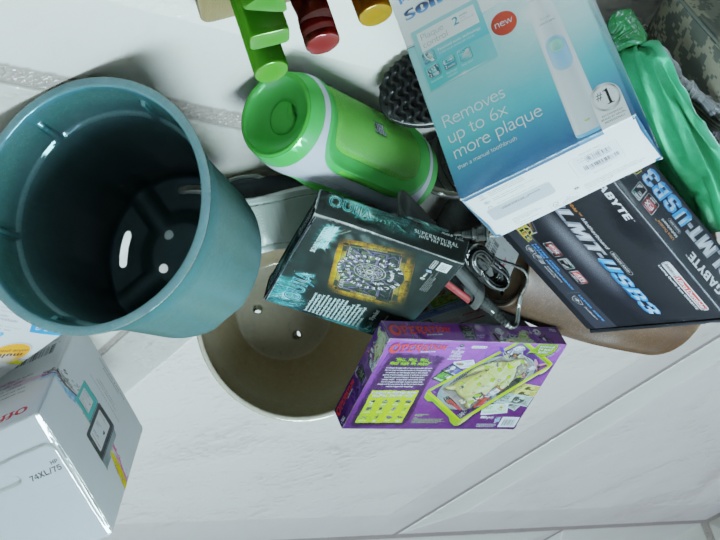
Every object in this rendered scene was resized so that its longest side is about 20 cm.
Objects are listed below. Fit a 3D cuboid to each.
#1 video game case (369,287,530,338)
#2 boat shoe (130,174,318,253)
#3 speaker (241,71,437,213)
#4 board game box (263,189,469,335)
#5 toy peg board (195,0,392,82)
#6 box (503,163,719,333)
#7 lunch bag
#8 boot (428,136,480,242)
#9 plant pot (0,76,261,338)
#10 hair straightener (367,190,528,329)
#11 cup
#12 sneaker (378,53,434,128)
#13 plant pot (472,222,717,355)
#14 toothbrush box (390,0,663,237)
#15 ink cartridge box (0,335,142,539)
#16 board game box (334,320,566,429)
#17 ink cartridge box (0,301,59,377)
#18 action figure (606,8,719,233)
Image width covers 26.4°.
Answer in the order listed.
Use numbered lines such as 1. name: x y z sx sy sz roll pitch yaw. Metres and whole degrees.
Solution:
1. video game case: 0.072 0.046 1.559 0.142 0.200 0.018 -17 117 -12
2. boat shoe: -0.109 -0.048 1.400 0.198 0.076 0.060 -2 -161 1
3. speaker: -0.014 -0.107 1.321 0.088 0.089 0.199 -31 154 25
4. board game box: 0.000 0.000 1.347 0.134 0.028 0.200 19 154 -9
5. toy peg board: -0.016 -0.226 1.055 0.197 0.098 0.200 -16 156 -7
6. box: 0.204 -0.034 1.312 0.050 0.200 0.198 -49 -162 -21
7. lunch bag: 0.325 -0.160 1.344 0.199 0.140 0.168 -15 144 -34
8. boot: 0.097 -0.064 1.530 0.180 0.073 0.200 -6 159 -28
9. plant pot: -0.181 -0.032 1.254 0.199 0.202 0.196 -23 164 10
10. hair straightener: 0.091 -0.008 1.366 0.077 0.041 0.200 -24 131 31
11. cup: -0.068 0.040 1.506 0.199 0.202 0.143 -14 -177 -9
12. sneaker: 0.115 -0.169 1.308 0.199 0.070 0.090 -24 165 18
13. plant pot: 0.213 -0.010 1.504 0.199 0.188 0.187 1 149 -33
14. toothbrush box: 0.125 -0.152 1.187 0.146 0.201 0.085 -25 151 16
15. ink cartridge box: -0.322 0.175 1.503 0.146 0.200 0.147 -23 111 11
16. board game box: 0.085 0.100 1.442 0.199 0.032 0.120 4 135 -30
17. ink cartridge box: -0.365 0.053 1.427 0.199 0.068 0.115 -33 152 29
18. action figure: 0.249 -0.121 1.247 0.118 0.201 0.055 -8 -153 48
